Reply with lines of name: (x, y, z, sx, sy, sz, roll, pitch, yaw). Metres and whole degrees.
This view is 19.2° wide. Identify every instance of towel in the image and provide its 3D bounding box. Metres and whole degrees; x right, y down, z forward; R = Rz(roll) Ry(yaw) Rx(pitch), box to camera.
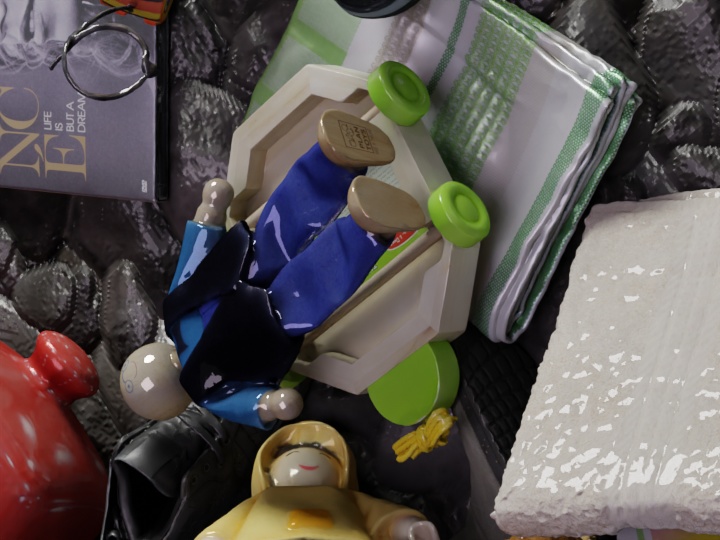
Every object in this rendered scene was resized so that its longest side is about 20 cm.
towel: (0.142, 0.039, 0.946, 0.132, 0.200, 0.035, -6, 133, 31)
towel: (0.030, -0.075, 1.065, 0.200, 0.031, 0.149, 37, 113, 28)

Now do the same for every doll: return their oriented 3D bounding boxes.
doll: (-0.053, 0.008, 1.041, 0.200, 0.048, 0.137, -46, 54, 34)

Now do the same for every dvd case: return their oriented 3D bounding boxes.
dvd case: (-0.194, -0.120, 1.213, 0.200, 0.016, 0.149, 6, 100, 31)

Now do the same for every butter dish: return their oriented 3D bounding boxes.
butter dish: (-0.208, 0.093, 1.175, 0.148, 0.200, 0.200, -40, 74, 4)

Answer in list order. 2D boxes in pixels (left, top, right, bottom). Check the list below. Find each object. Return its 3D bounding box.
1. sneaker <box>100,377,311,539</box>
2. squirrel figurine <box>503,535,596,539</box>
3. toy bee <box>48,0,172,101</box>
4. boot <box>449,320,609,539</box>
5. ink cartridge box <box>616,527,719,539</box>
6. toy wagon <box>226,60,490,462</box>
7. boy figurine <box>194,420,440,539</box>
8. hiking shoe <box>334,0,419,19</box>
sneaker: (-0.085, 0.091, 1.124, 0.060, 0.104, 0.200, 23, 108, 27)
squirrel figurine: (0.074, 0.213, 0.939, 0.141, 0.186, 0.200, 23, 94, 56)
toy bee: (-0.113, -0.177, 1.106, 0.131, 0.109, 0.200, 40, 76, 2)
boot: (0.057, 0.138, 1.071, 0.131, 0.068, 0.200, -32, 78, 36)
ink cartridge box: (0.165, 0.128, 0.916, 0.104, 0.200, 0.059, -5, 132, 14)
toy wagon: (0.000, 0.000, 1.053, 0.155, 0.040, 0.200, -39, 68, 36)
boy figurine: (-0.022, 0.131, 1.054, 0.124, 0.200, 0.065, -5, 105, 4)
hiking shoe: (0.004, -0.226, 1.026, 0.074, 0.087, 0.201, -3, 81, 29)
